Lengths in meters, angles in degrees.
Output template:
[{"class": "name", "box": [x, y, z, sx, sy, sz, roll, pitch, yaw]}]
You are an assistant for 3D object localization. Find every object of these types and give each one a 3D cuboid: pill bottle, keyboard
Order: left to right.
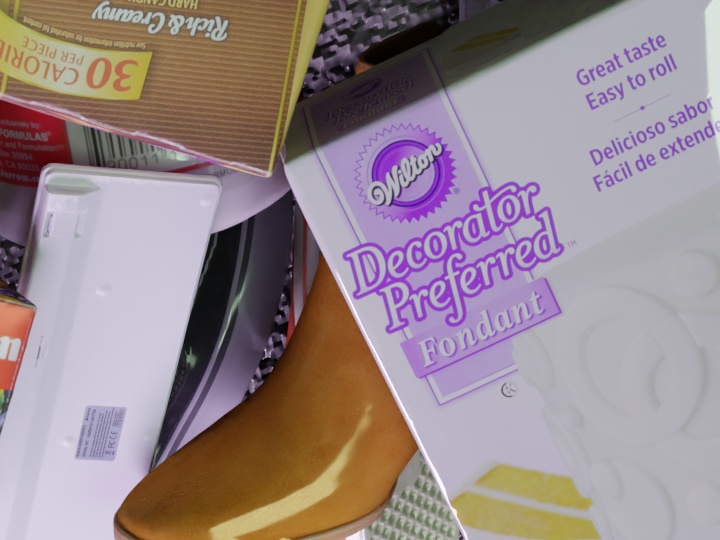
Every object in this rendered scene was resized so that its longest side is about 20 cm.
[{"class": "keyboard", "box": [-0.091, 0.051, 0.959, 0.056, 0.011, 0.201, 0, 127, -22]}, {"class": "pill bottle", "box": [-0.083, -0.116, 0.937, 0.112, 0.112, 0.201, -21, 117, -28]}]

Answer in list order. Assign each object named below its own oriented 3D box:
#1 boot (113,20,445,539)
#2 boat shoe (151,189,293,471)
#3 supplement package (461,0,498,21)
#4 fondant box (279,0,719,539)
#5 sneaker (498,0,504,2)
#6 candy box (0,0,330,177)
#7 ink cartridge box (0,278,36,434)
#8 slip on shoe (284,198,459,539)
[{"class": "boot", "box": [0.001, 0.000, 0.965, 0.201, 0.071, 0.145, -22, 123, -29]}, {"class": "boat shoe", "box": [-0.090, 0.040, 1.020, 0.066, 0.070, 0.201, 20, 102, -39]}, {"class": "supplement package", "box": [0.135, -0.047, 1.049, 0.113, 0.200, 0.110, -13, 113, -31]}, {"class": "fondant box", "box": [0.079, 0.015, 0.913, 0.144, 0.058, 0.201, -25, 108, 3]}, {"class": "sneaker", "box": [0.039, -0.183, 0.949, 0.121, 0.084, 0.200, -41, 87, 21]}, {"class": "candy box", "box": [-0.051, -0.138, 0.848, 0.116, 0.056, 0.201, 15, 96, -34]}, {"class": "ink cartridge box", "box": [-0.147, 0.026, 0.940, 0.050, 0.109, 0.201, 13, 99, -29]}, {"class": "slip on shoe", "box": [-0.005, 0.036, 1.067, 0.074, 0.061, 0.201, -29, 129, -36]}]
